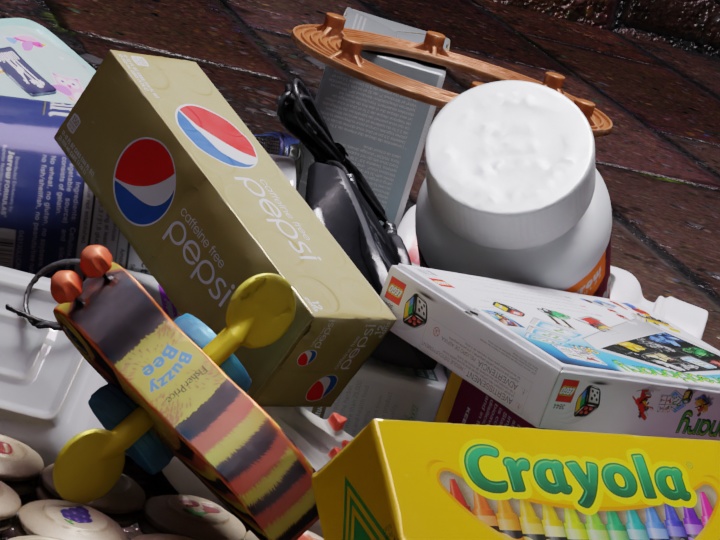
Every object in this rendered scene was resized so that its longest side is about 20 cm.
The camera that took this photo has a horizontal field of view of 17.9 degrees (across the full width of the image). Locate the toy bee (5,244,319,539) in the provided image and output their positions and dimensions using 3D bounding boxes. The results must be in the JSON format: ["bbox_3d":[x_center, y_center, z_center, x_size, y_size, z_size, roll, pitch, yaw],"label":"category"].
[{"bbox_3d":[-0.102,0.044,1.028,0.200,0.131,0.109,18,-24,22],"label":"toy bee"}]

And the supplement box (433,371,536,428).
[{"bbox_3d":[0.126,0.131,1.153,0.131,0.103,0.200,12,14,-25],"label":"supplement box"}]

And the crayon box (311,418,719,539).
[{"bbox_3d":[0.092,0.153,0.939,0.200,0.058,0.173,6,58,-33],"label":"crayon box"}]

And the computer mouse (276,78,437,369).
[{"bbox_3d":[0.000,0.000,1.267,0.140,0.046,0.200,54,9,-50],"label":"computer mouse"}]

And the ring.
[{"bbox_3d":[0.056,-0.119,1.365,0.200,0.019,0.200,16,14,-4],"label":"ring"}]

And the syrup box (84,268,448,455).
[{"bbox_3d":[-0.059,0.064,1.238,0.200,0.082,0.079,15,14,-13],"label":"syrup box"}]

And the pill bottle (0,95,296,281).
[{"bbox_3d":[-0.140,-0.036,1.292,0.199,0.111,0.111,7,16,-8],"label":"pill bottle"}]

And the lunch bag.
[{"bbox_3d":[-0.270,-0.102,1.484,0.200,0.122,0.170,7,10,23],"label":"lunch bag"}]

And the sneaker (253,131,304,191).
[{"bbox_3d":[-0.119,-0.048,1.448,0.200,0.076,0.078,-16,-35,34],"label":"sneaker"}]

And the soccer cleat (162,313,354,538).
[{"bbox_3d":[-0.044,0.102,1.158,0.200,0.078,0.069,37,21,0],"label":"soccer cleat"}]

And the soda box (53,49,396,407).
[{"bbox_3d":[-0.071,-0.022,1.164,0.068,0.064,0.200,3,41,-50],"label":"soda box"}]

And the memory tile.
[{"bbox_3d":[-0.103,0.121,1.008,0.200,0.017,0.153,17,14,0],"label":"memory tile"}]

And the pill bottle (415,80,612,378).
[{"bbox_3d":[0.087,-0.009,1.288,0.109,0.200,0.110,-3,56,4],"label":"pill bottle"}]

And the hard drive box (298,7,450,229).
[{"bbox_3d":[-0.006,-0.059,1.512,0.077,0.200,0.156,17,16,-1],"label":"hard drive box"}]

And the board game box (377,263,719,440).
[{"bbox_3d":[0.118,0.046,1.169,0.200,0.035,0.126,10,17,-44],"label":"board game box"}]

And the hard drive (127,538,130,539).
[{"bbox_3d":[-0.068,0.166,0.963,0.200,0.027,0.132,21,15,20],"label":"hard drive"}]

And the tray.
[{"bbox_3d":[-0.209,0.033,1.127,0.200,0.022,0.108,13,56,13],"label":"tray"}]

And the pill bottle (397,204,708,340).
[{"bbox_3d":[0.109,0.040,1.446,0.200,0.114,0.114,19,15,7],"label":"pill bottle"}]
